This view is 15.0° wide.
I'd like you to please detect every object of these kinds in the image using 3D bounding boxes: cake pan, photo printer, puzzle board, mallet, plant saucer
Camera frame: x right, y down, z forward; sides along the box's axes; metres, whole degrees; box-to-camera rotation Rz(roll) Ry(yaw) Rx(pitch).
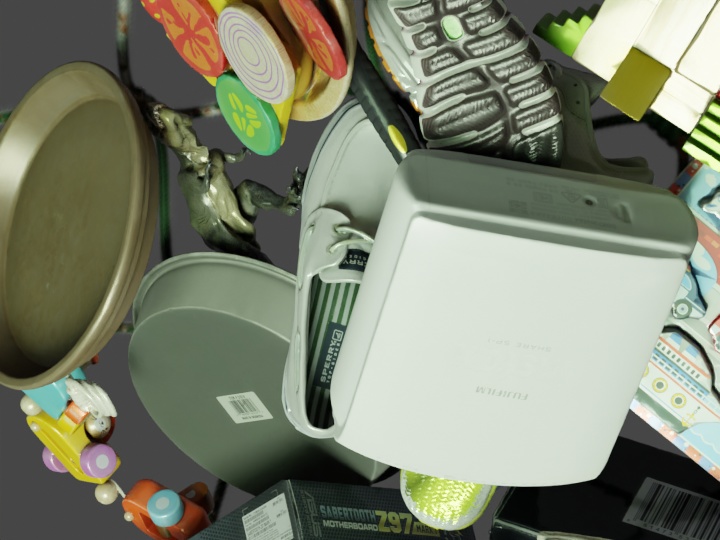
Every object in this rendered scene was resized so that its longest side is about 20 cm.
[{"bbox_3d":[-0.060,0.074,1.680,0.199,0.037,0.201,20,141,17],"label":"cake pan"},{"bbox_3d":[0.075,0.035,1.480,0.165,0.070,0.201,9,131,-11],"label":"photo printer"},{"bbox_3d":[0.226,0.045,1.533,0.200,0.017,0.151,39,105,-2],"label":"puzzle board"},{"bbox_3d":[0.044,-0.055,1.535,0.066,0.041,0.201,-23,94,9],"label":"mallet"},{"bbox_3d":[-0.178,-0.025,1.637,0.029,0.201,0.200,14,139,-36],"label":"plant saucer"}]

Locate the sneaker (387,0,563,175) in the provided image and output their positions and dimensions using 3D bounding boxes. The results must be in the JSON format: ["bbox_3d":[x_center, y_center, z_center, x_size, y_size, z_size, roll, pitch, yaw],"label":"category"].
[{"bbox_3d":[0.058,-0.138,1.463,0.075,0.116,0.201,-15,119,11],"label":"sneaker"}]

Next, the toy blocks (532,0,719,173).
[{"bbox_3d":[0.211,-0.132,1.428,0.200,0.100,0.137,33,117,6],"label":"toy blocks"}]

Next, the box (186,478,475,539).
[{"bbox_3d":[-0.048,0.195,1.713,0.200,0.157,0.051,-34,59,38],"label":"box"}]

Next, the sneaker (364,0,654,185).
[{"bbox_3d":[0.085,-0.098,1.525,0.092,0.076,0.200,-39,91,11],"label":"sneaker"}]

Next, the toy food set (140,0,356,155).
[{"bbox_3d":[-0.071,-0.165,1.509,0.198,0.049,0.200,48,153,17],"label":"toy food set"}]

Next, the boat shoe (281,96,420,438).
[{"bbox_3d":[0.000,0.000,1.566,0.073,0.067,0.201,7,93,-6],"label":"boat shoe"}]

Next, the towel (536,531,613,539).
[{"bbox_3d":[0.161,0.241,1.558,0.132,0.034,0.201,6,123,24],"label":"towel"}]

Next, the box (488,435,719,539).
[{"bbox_3d":[0.176,0.222,1.637,0.199,0.124,0.197,18,125,16],"label":"box"}]

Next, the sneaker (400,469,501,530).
[{"bbox_3d":[0.084,0.055,1.616,0.076,0.105,0.201,29,98,12],"label":"sneaker"}]

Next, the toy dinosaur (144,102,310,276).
[{"bbox_3d":[-0.068,-0.024,1.653,0.088,0.047,0.201,3,125,31],"label":"toy dinosaur"}]

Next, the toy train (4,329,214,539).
[{"bbox_3d":[-0.153,0.103,1.739,0.150,0.056,0.200,24,151,36],"label":"toy train"}]
